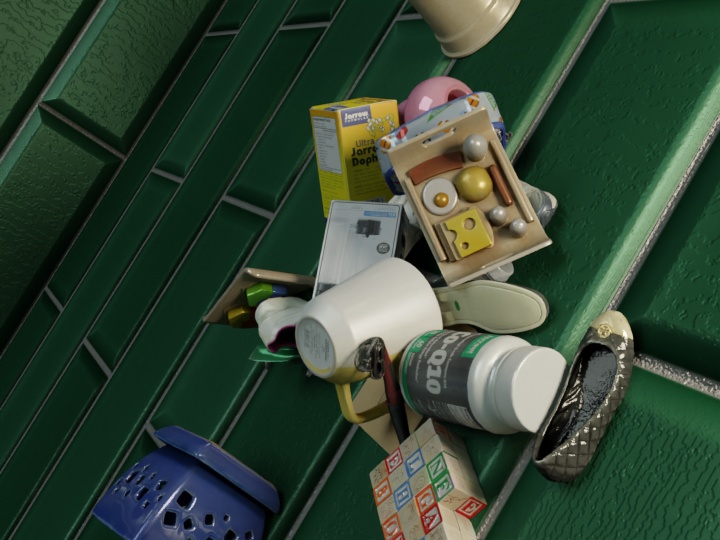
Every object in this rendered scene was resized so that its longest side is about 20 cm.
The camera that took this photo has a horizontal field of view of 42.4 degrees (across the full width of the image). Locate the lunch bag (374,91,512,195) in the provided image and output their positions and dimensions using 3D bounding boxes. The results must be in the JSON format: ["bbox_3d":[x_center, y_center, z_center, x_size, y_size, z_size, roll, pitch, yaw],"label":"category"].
[{"bbox_3d":[0.124,-0.182,1.369,0.199,0.160,0.076,-21,76,4],"label":"lunch bag"}]

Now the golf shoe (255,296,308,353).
[{"bbox_3d":[-0.059,0.082,1.420,0.199,0.075,0.092,-10,42,-1],"label":"golf shoe"}]

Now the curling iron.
[{"bbox_3d":[0.035,0.163,1.156,0.026,0.200,0.050,19,48,43],"label":"curling iron"}]

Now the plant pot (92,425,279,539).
[{"bbox_3d":[-0.250,0.353,1.389,0.200,0.200,0.180,3,56,57],"label":"plant pot"}]

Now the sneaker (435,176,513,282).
[{"bbox_3d":[0.127,-0.059,1.265,0.071,0.073,0.200,-37,73,32],"label":"sneaker"}]

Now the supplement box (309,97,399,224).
[{"bbox_3d":[-0.001,-0.173,1.515,0.109,0.109,0.201,24,125,60],"label":"supplement box"}]

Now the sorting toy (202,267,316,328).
[{"bbox_3d":[-0.134,0.058,1.487,0.200,0.185,0.037,-41,49,50],"label":"sorting toy"}]

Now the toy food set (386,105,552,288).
[{"bbox_3d":[0.138,-0.094,1.191,0.143,0.060,0.200,-25,78,4],"label":"toy food set"}]

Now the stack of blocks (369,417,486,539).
[{"bbox_3d":[0.085,0.286,1.083,0.115,0.059,0.200,-45,31,19],"label":"stack of blocks"}]

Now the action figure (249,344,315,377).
[{"bbox_3d":[-0.061,0.128,1.443,0.200,0.055,0.118,-6,14,38],"label":"action figure"}]

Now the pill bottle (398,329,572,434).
[{"bbox_3d":[0.145,0.130,1.094,0.200,0.113,0.113,0,61,56],"label":"pill bottle"}]

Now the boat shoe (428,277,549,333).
[{"bbox_3d":[0.159,0.038,1.205,0.200,0.072,0.068,0,20,42],"label":"boat shoe"}]

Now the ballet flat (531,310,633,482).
[{"bbox_3d":[0.242,0.132,0.996,0.066,0.057,0.200,11,72,43],"label":"ballet flat"}]

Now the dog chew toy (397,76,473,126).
[{"bbox_3d":[0.105,-0.235,1.523,0.200,0.124,0.125,-25,41,56],"label":"dog chew toy"}]

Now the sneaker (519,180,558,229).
[{"bbox_3d":[0.191,-0.102,1.284,0.078,0.086,0.200,-56,29,2],"label":"sneaker"}]

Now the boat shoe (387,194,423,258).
[{"bbox_3d":[0.083,-0.088,1.449,0.069,0.071,0.200,11,72,45],"label":"boat shoe"}]

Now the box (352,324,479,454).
[{"bbox_3d":[0.071,0.146,1.283,0.200,0.021,0.163,-58,29,-1],"label":"box"}]

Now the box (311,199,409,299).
[{"bbox_3d":[0.000,0.000,1.371,0.116,0.060,0.201,6,69,14],"label":"box"}]

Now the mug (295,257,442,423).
[{"bbox_3d":[0.009,0.091,1.192,0.149,0.153,0.187,-37,76,51],"label":"mug"}]

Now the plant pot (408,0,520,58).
[{"bbox_3d":[0.157,-0.512,1.645,0.200,0.183,0.201,-36,35,31],"label":"plant pot"}]
